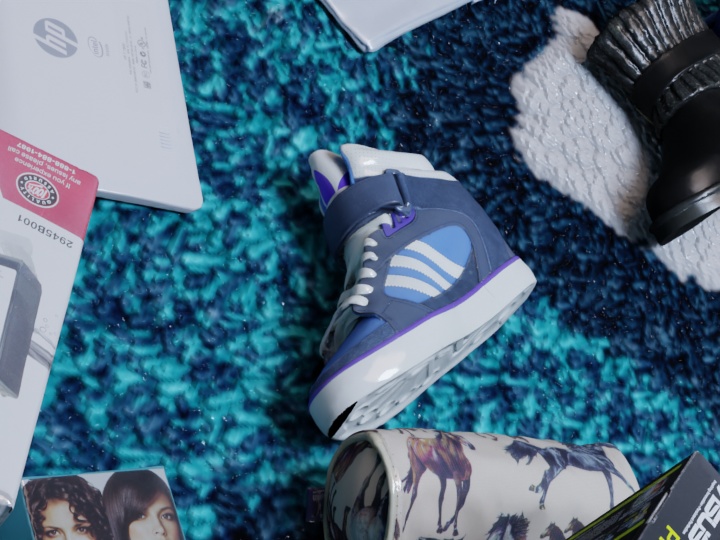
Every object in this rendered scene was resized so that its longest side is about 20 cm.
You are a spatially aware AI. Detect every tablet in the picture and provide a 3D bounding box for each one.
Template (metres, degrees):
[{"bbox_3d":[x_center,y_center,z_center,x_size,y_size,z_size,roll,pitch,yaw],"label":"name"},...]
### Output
[{"bbox_3d":[-0.161,-0.127,1.013,0.129,0.014,0.202,10,53,-34],"label":"tablet"}]

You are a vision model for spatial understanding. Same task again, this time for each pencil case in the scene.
[{"bbox_3d":[0.069,0.134,0.956,0.198,0.090,0.078,7,26,-36],"label":"pencil case"}]

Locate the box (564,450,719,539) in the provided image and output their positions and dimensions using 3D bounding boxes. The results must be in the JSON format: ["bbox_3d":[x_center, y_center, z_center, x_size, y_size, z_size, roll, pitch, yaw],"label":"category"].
[{"bbox_3d":[0.084,0.187,0.834,0.044,0.200,0.160,47,41,1],"label":"box"}]

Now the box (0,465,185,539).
[{"bbox_3d":[-0.105,0.191,0.788,0.082,0.049,0.202,0,60,-39],"label":"box"}]

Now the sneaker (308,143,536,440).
[{"bbox_3d":[0.000,0.000,1.008,0.147,0.081,0.199,46,45,12],"label":"sneaker"}]

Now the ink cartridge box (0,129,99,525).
[{"bbox_3d":[-0.216,0.019,0.804,0.145,0.085,0.201,26,48,-21],"label":"ink cartridge box"}]

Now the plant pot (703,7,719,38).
[{"bbox_3d":[0.384,-0.182,1.375,0.200,0.180,0.200,51,42,6],"label":"plant pot"}]

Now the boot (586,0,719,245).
[{"bbox_3d":[0.225,-0.118,1.271,0.158,0.079,0.211,51,36,0],"label":"boot"}]

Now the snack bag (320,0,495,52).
[{"bbox_3d":[-0.003,-0.252,1.231,0.201,0.021,0.188,52,42,6],"label":"snack bag"}]
